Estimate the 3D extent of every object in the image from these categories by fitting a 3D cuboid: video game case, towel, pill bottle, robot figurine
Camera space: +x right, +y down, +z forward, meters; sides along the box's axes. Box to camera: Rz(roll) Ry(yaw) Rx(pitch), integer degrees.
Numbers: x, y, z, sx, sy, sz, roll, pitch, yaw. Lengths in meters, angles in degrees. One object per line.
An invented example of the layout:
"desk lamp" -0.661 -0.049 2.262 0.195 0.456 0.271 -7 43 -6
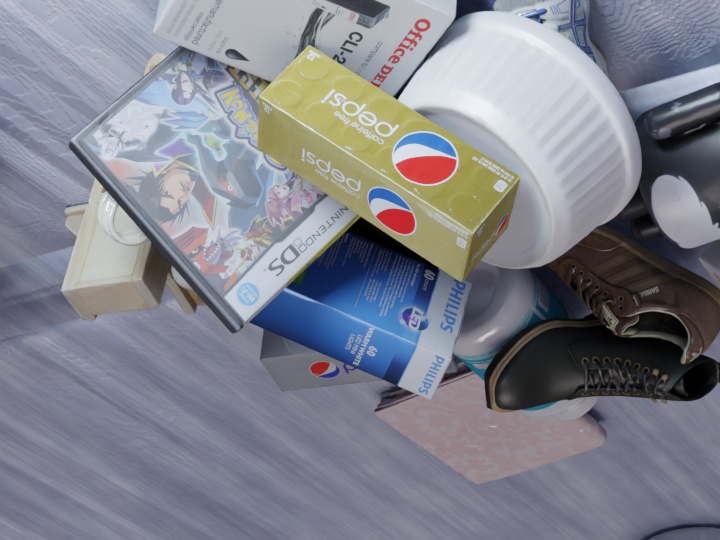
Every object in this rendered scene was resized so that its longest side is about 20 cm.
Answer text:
"video game case" -0.101 -0.084 1.227 0.200 0.181 0.025 48 163 -4
"towel" 0.146 0.165 1.710 0.190 0.033 0.199 -24 134 35
"pill bottle" 0.162 0.072 1.515 0.110 0.112 0.200 -20 136 31
"robot figurine" 0.303 -0.094 1.268 0.198 0.150 0.126 -20 95 31

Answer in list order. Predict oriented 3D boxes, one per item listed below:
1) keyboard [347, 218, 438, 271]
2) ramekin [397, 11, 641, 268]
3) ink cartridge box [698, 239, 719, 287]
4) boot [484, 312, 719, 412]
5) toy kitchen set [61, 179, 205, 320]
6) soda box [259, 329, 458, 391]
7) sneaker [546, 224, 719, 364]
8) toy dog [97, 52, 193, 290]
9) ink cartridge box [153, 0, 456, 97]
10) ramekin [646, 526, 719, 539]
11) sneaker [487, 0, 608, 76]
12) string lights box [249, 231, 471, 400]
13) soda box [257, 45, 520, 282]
"keyboard" 0.000 0.000 1.407 0.199 0.040 0.104 -25 111 36
"ramekin" 0.111 -0.092 1.186 0.201 0.094 0.204 31 148 22
"ink cartridge box" 0.406 0.011 1.334 0.125 0.200 0.129 -45 129 1
"boot" 0.227 0.096 1.411 0.198 0.138 0.078 -23 119 -27
"toy kitchen set" -0.214 0.011 1.422 0.161 0.182 0.201 -8 138 19
"soda box" 0.000 0.072 1.576 0.197 0.064 0.068 -8 143 18
"sneaker" 0.237 0.016 1.409 0.198 0.076 0.071 24 151 19
"toy dog" -0.149 -0.092 1.294 0.131 0.202 0.096 26 169 -26
"ink cartridge box" -0.040 -0.216 1.176 0.198 0.085 0.144 19 142 -19
"ramekin" 0.435 0.408 1.943 0.197 0.099 0.202 4 144 3
"sneaker" 0.153 -0.171 1.211 0.074 0.089 0.200 -13 139 26
"string lights box" -0.010 0.023 1.327 0.198 0.103 0.059 23 131 -1
"soda box" 0.017 -0.081 1.147 0.199 0.068 0.064 33 149 17
